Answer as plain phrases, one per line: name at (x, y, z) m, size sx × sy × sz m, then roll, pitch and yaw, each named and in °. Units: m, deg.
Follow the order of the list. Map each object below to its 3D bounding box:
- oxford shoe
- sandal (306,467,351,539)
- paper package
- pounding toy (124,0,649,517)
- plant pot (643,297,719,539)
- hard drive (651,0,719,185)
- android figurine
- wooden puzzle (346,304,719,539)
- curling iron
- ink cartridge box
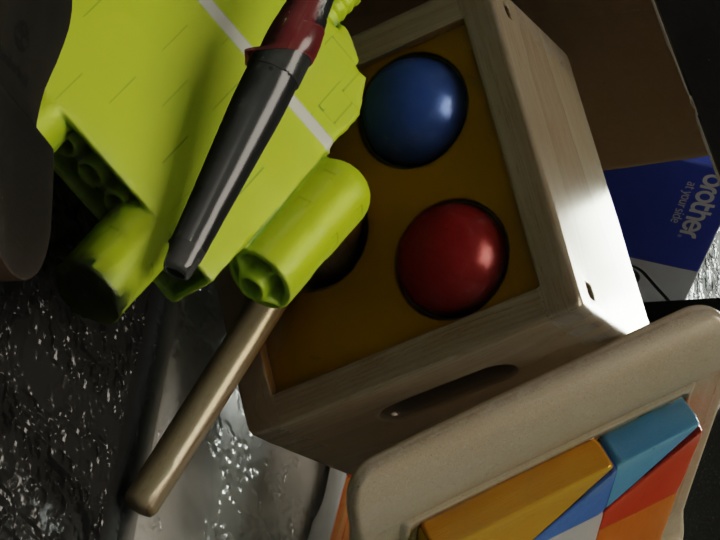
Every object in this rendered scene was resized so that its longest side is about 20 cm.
oxford shoe at (-0.143, -0.084, 0.764) m, size 0.071 × 0.071 × 0.200 m, roll 62°, pitch 26°, yaw -52°
sandal at (0.021, 0.110, 1.081) m, size 0.079 × 0.059 × 0.207 m, roll 60°, pitch 33°, yaw -42°
paper package at (0.071, -0.143, 1.099) m, size 0.104 × 0.199 × 0.191 m, roll -71°, pitch 145°, yaw -44°
pounding toy at (0.000, 0.000, 0.954) m, size 0.142 × 0.200 × 0.185 m, roll 31°, pitch 41°, yaw -60°
plant pot at (0.135, 0.140, 1.190) m, size 0.177 × 0.200 × 0.200 m, roll -33°, pitch 113°, yaw -51°
hard drive at (0.180, -0.131, 1.050) m, size 0.200 × 0.038 × 0.140 m, roll 61°, pitch 34°, yaw -38°
android figurine at (-0.070, -0.074, 0.869) m, size 0.182 × 0.041 × 0.200 m, roll 50°, pitch 52°, yaw -11°
wooden puzzle at (0.079, 0.114, 0.974) m, size 0.037 × 0.185 × 0.200 m, roll 57°, pitch -18°, yaw 31°
curling iron at (-0.035, -0.089, 0.841) m, size 0.050 × 0.026 × 0.200 m, roll 38°, pitch 70°, yaw -50°
ink cartridge box at (0.146, -0.019, 1.247) m, size 0.200 × 0.094 × 0.044 m, roll 105°, pitch -3°, yaw -53°
